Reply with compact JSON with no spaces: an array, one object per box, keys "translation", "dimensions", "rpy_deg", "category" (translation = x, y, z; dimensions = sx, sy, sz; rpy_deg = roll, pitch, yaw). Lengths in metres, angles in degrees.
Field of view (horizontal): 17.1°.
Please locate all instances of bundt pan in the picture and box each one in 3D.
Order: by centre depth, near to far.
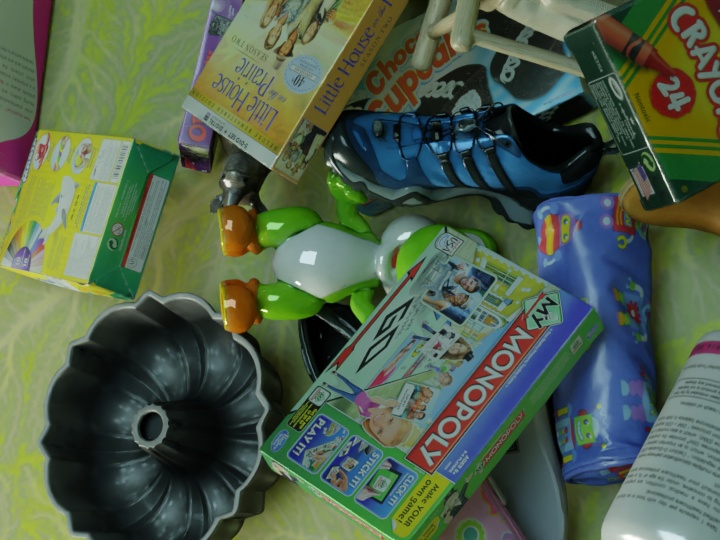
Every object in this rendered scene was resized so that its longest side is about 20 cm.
[{"translation":[-0.135,0.120,1.771],"dimensions":[0.201,0.076,0.204],"rpy_deg":[-7,75,28],"category":"bundt pan"}]

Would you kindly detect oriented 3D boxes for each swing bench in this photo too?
[{"translation":[0.160,-0.209,1.600],"dimensions":[0.197,0.130,0.202],"rpy_deg":[15,85,-12],"category":"swing bench"}]

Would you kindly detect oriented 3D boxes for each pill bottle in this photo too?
[{"translation":[0.221,0.149,1.513],"dimensions":[0.113,0.114,0.201],"rpy_deg":[19,69,31],"category":"pill bottle"}]

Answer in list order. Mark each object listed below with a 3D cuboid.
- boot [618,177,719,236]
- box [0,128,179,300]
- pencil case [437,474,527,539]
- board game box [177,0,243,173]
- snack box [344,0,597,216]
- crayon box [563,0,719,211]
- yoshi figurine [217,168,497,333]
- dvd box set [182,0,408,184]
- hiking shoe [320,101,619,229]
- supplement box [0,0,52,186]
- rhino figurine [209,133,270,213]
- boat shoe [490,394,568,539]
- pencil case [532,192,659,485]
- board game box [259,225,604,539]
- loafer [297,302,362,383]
[{"translation":[0.275,-0.013,1.552],"dimensions":[0.199,0.071,0.145],"rpy_deg":[-9,61,4],"category":"boot"},{"translation":[-0.217,-0.045,1.840],"dimensions":[0.199,0.048,0.118],"rpy_deg":[11,82,57],"category":"box"},{"translation":[0.088,0.208,1.583],"dimensions":[0.087,0.087,0.201],"rpy_deg":[-35,85,17],"category":"pencil case"},{"translation":[-0.102,-0.181,1.806],"dimensions":[0.032,0.120,0.202],"rpy_deg":[14,83,-6],"category":"board game box"},{"translation":[0.067,-0.133,1.743],"dimensions":[0.199,0.037,0.117],"rpy_deg":[-26,65,22],"category":"snack box"},{"translation":[0.244,-0.138,1.526],"dimensions":[0.199,0.051,0.128],"rpy_deg":[-28,94,-19],"category":"crayon box"},{"translation":[0.001,-0.005,1.669],"dimensions":[0.198,0.113,0.112],"rpy_deg":[-2,44,-6],"category":"yoshi figurine"},{"translation":[-0.034,-0.172,1.656],"dimensions":[0.201,0.029,0.146],"rpy_deg":[-58,36,3],"category":"dvd box set"},{"translation":[0.072,-0.089,1.642],"dimensions":[0.087,0.198,0.075],"rpy_deg":[119,152,-45],"category":"hiking shoe"},{"translation":[-0.321,-0.175,1.934],"dimensions":[0.103,0.101,0.202],"rpy_deg":[-2,77,29],"category":"supplement box"},{"translation":[-0.074,-0.110,1.765],"dimensions":[0.059,0.088,0.201],"rpy_deg":[12,56,1],"category":"rhino figurine"},{"translation":[0.108,0.120,1.637],"dimensions":[0.069,0.066,0.202],"rpy_deg":[-8,98,25],"category":"boat shoe"},{"translation":[0.165,0.045,1.616],"dimensions":[0.078,0.087,0.202],"rpy_deg":[-17,71,37],"category":"pencil case"},{"translation":[0.046,0.077,1.559],"dimensions":[0.134,0.029,0.200],"rpy_deg":[29,72,36],"category":"board game box"},{"translation":[0.011,0.108,1.695],"dimensions":[0.068,0.070,0.201],"rpy_deg":[-39,62,18],"category":"loafer"}]
